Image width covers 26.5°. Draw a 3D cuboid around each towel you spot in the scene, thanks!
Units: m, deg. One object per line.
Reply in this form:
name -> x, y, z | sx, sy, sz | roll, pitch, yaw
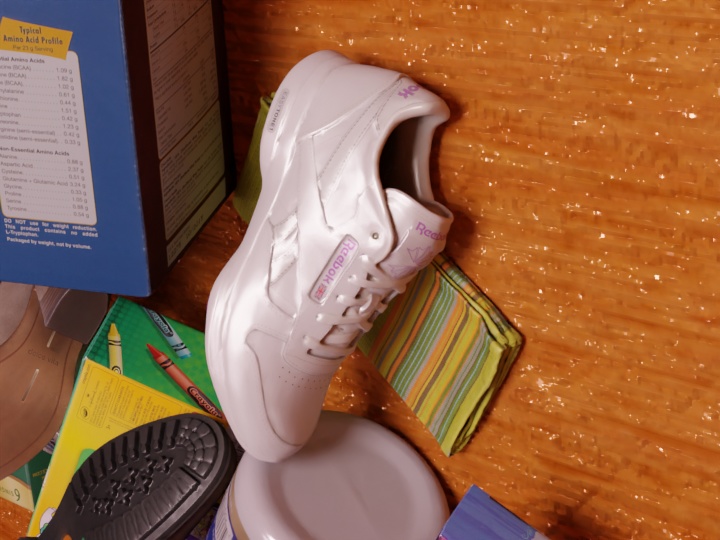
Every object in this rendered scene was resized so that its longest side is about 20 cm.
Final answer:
towel -> 0.000, 0.000, 0.791 | 0.200, 0.018, 0.086 | 47, 133, 27

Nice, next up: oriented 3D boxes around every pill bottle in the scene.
pill bottle -> -0.037, 0.179, 0.825 | 0.116, 0.115, 0.201 | 48, 135, 25

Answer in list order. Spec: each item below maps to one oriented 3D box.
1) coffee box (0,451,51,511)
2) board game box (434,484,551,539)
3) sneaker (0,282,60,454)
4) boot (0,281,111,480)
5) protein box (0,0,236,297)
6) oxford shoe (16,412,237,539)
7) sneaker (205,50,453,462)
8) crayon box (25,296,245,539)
coffee box -> -0.260, 0.062, 1.089 | 0.122, 0.044, 0.202 | 11, 112, 46
board game box -> 0.088, 0.226, 0.709 | 0.198, 0.043, 0.201 | 33, 130, 10
sneaker -> -0.214, 0.077, 0.996 | 0.200, 0.077, 0.085 | 38, 145, 11
boot -> -0.200, 0.032, 0.922 | 0.200, 0.070, 0.146 | -46, 25, 13
protein box -> -0.182, -0.114, 0.787 | 0.197, 0.135, 0.201 | 6, 118, 14
oxford shoe -> -0.125, 0.148, 0.848 | 0.200, 0.084, 0.073 | -43, 48, 28
sneaker -> -0.013, -0.001, 0.727 | 0.099, 0.075, 0.202 | 17, 97, 34
crayon box -> -0.121, 0.122, 0.898 | 0.118, 0.058, 0.201 | 24, 129, -3
